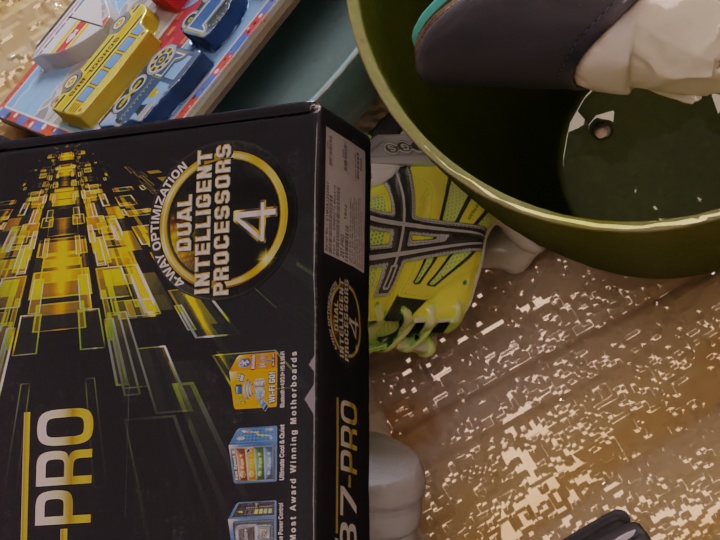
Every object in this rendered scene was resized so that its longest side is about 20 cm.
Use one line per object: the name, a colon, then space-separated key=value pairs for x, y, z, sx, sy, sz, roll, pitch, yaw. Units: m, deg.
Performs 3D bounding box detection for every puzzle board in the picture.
puzzle board: x=-0.057 y=-0.128 z=0.880 sx=0.200 sy=0.017 sz=0.151 roll=-52 pitch=32 yaw=-10

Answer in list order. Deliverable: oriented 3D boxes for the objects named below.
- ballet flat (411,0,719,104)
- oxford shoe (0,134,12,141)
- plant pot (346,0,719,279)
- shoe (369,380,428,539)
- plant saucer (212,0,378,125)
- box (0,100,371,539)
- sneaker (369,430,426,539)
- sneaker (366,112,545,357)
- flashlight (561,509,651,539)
ballet flat: x=0.112 y=-0.094 z=0.649 sx=0.199 sy=0.073 sz=0.073 roll=-32 pitch=70 yaw=-2
oxford shoe: x=-0.134 y=-0.009 z=0.832 sx=0.073 sy=0.084 sz=0.200 roll=-44 pitch=53 yaw=1
plant pot: x=0.104 y=-0.074 z=0.786 sx=0.186 sy=0.200 sz=0.188 roll=-3 pitch=73 yaw=10
shoe: x=-0.027 y=0.062 z=0.855 sx=0.070 sy=0.053 sz=0.201 roll=-37 pitch=64 yaw=21
plant saucer: x=-0.040 y=-0.088 z=0.864 sx=0.199 sy=0.036 sz=0.201 roll=-31 pitch=34 yaw=24
box: x=-0.076 y=0.055 z=0.717 sx=0.160 sy=0.049 sz=0.201 roll=-5 pitch=76 yaw=24
sneaker: x=-0.072 y=0.091 z=0.806 sx=0.199 sy=0.075 sz=0.089 roll=13 pitch=111 yaw=28
sneaker: x=0.000 y=0.000 z=0.811 sx=0.076 sy=0.075 sz=0.200 roll=47 pitch=52 yaw=7
flashlight: x=0.027 y=0.164 z=0.795 sx=0.199 sy=0.068 sz=0.068 roll=-31 pitch=103 yaw=-4
